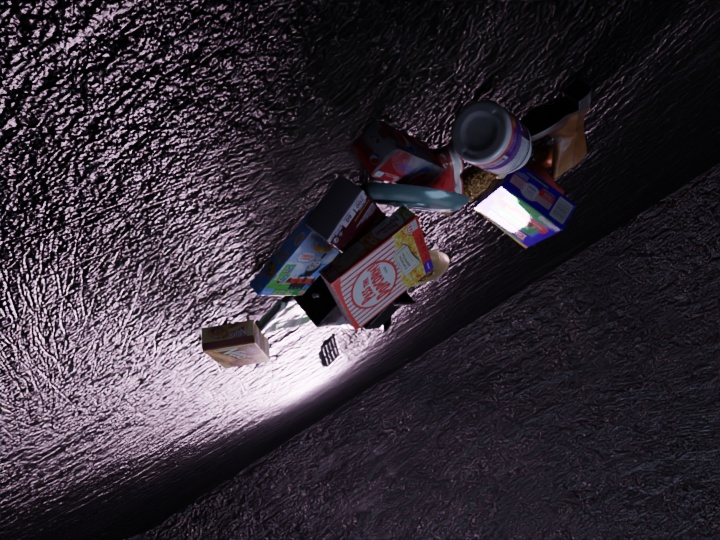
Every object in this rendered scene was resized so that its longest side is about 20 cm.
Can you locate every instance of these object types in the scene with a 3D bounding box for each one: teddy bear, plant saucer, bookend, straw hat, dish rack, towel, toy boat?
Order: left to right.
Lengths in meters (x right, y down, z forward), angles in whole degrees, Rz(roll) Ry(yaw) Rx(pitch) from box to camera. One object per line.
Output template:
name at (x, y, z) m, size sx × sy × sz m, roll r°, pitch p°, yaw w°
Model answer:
towel at (-0.160, 0.105, 1.537) m, size 0.199 × 0.031 × 0.149 m, roll -9°, pitch 152°, yaw -51°
bookend at (-0.028, 0.063, 1.317) m, size 0.200 × 0.199 × 0.092 m, roll -47°, pitch 160°, yaw 17°
dish rack at (-0.014, 0.150, 1.449) m, size 0.200 × 0.054 × 0.154 m, roll -44°, pitch 156°, yaw -17°
straw hat at (0.117, -0.036, 1.519) m, size 0.198 × 0.086 × 0.202 m, roll -10°, pitch 155°, yaw -5°
plant saucer at (0.097, -0.130, 1.138) m, size 0.197 × 0.028 × 0.200 m, roll 8°, pitch -179°, yaw 0°
teddy bear at (0.254, -0.190, 1.371) m, size 0.200 × 0.067 × 0.145 m, roll -42°, pitch 166°, yaw 21°
toy boat at (0.430, -0.238, 1.509) m, size 0.199 × 0.130 × 0.132 m, roll 3°, pitch 112°, yaw -62°

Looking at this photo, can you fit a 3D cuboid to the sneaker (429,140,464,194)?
sneaker at (0.142, -0.180, 1.249) m, size 0.114 × 0.079 × 0.200 m, roll -19°, pitch 155°, yaw 1°

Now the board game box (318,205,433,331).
board game box at (0.034, -0.002, 1.161) m, size 0.199 × 0.046 × 0.152 m, roll -38°, pitch 139°, yaw -10°

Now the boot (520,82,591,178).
boot at (0.414, -0.278, 1.347) m, size 0.188 × 0.068 × 0.201 m, roll -40°, pitch 146°, yaw -14°

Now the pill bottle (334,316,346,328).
pill bottle at (-0.038, 0.084, 1.517) m, size 0.109 × 0.110 × 0.200 m, roll -36°, pitch 161°, yaw 14°

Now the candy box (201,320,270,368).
candy box at (-0.278, 0.171, 1.421) m, size 0.114 × 0.056 × 0.200 m, roll -10°, pitch 160°, yaw -1°

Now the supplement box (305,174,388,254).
supplement box at (-0.012, -0.082, 1.153) m, size 0.109 × 0.061 × 0.200 m, roll -55°, pitch 155°, yaw 0°

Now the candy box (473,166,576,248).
candy box at (0.370, -0.146, 1.439) m, size 0.077 × 0.168 × 0.200 m, roll -54°, pitch -179°, yaw -11°

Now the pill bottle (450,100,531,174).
pill bottle at (0.255, -0.242, 1.175) m, size 0.111 × 0.112 × 0.199 m, roll -39°, pitch 161°, yaw 24°

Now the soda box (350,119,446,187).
soda box at (0.068, -0.191, 1.065) m, size 0.063 × 0.070 × 0.199 m, roll -43°, pitch 159°, yaw 22°

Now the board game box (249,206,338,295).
board game box at (-0.104, -0.031, 1.217) m, size 0.200 × 0.037 × 0.151 m, roll -49°, pitch 157°, yaw 19°
